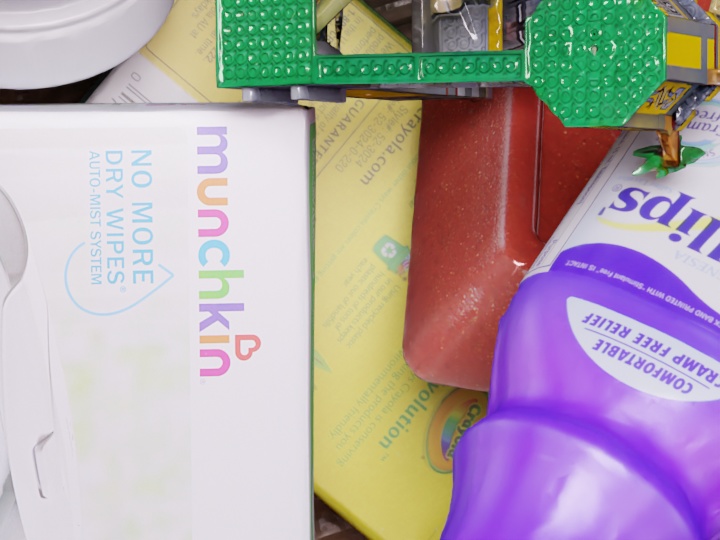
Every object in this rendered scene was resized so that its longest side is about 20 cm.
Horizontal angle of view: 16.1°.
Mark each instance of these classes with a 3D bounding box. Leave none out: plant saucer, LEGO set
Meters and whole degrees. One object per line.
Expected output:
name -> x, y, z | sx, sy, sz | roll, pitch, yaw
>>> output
plant saucer -> 0.119, -0.049, 0.748 | 0.199, 0.037, 0.200 | 8, 57, -5
LEGO set -> 0.042, -0.118, 0.654 | 0.153, 0.116, 0.201 | -9, 87, 29

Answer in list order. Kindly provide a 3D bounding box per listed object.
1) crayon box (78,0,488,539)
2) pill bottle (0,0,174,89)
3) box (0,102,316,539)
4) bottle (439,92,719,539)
crayon box -> 0.000, 0.000, 0.788 | 0.200, 0.051, 0.127 | 41, 90, -5
pill bottle -> -0.091, -0.144, 0.631 | 0.112, 0.200, 0.112 | 0, 49, 0
box -> -0.100, 0.053, 0.711 | 0.176, 0.097, 0.201 | 0, 94, -3
bottle -> 0.076, 0.024, 0.634 | 0.083, 0.065, 0.200 | 26, 57, 17
